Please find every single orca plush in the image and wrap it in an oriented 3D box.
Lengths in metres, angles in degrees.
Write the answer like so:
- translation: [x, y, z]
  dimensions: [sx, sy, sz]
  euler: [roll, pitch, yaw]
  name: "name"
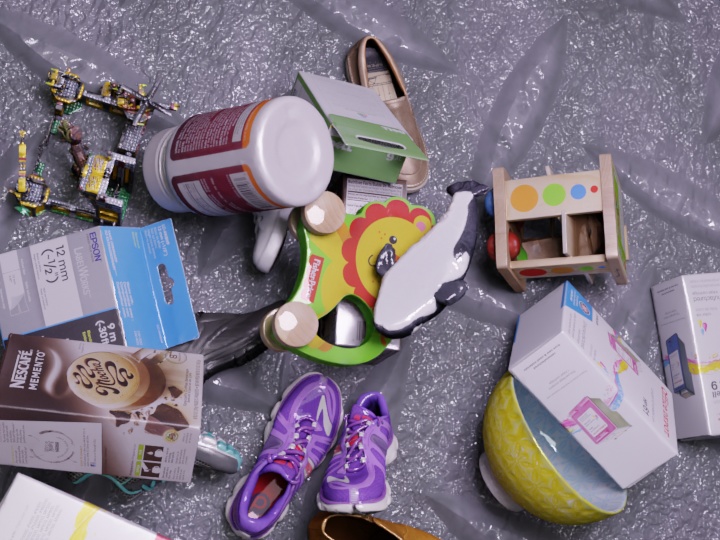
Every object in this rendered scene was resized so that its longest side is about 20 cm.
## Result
- translation: [0.076, -0.003, 1.195]
  dimensions: [0.105, 0.071, 0.201]
  euler: [8, 61, 19]
  name: "orca plush"

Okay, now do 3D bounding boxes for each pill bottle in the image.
- translation: [-0.135, -0.117, 1.189]
  dimensions: [0.114, 0.199, 0.115]
  euler: [3, 85, -48]
  name: "pill bottle"

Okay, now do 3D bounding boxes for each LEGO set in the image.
- translation: [-0.306, -0.143, 1.248]
  dimensions: [0.153, 0.116, 0.201]
  euler: [24, 72, -7]
  name: "LEGO set"

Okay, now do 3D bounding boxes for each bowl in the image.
- translation: [0.201, 0.216, 1.279]
  dimensions: [0.108, 0.200, 0.200]
  euler: [-40, 88, 24]
  name: "bowl"

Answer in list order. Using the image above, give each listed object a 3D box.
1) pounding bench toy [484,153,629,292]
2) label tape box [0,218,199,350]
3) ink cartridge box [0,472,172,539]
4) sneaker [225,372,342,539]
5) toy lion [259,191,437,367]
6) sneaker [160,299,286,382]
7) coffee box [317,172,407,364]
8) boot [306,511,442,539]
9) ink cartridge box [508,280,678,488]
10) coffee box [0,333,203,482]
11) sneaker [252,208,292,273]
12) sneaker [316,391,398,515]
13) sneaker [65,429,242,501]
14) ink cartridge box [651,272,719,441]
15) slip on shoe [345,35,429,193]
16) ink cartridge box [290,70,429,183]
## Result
- translation: [0.242, -0.042, 1.361]
  dimensions: [0.155, 0.200, 0.125]
  euler: [-5, 74, 18]
  name: "pounding bench toy"
- translation: [-0.291, 0.031, 1.209]
  dimensions: [0.199, 0.066, 0.144]
  euler: [-16, 80, 6]
  name: "label tape box"
- translation: [-0.277, 0.287, 1.141]
  dimensions: [0.199, 0.145, 0.084]
  euler: [25, 72, -7]
  name: "ink cartridge box"
- translation: [-0.076, 0.207, 1.233]
  dimensions: [0.080, 0.083, 0.201]
  euler: [28, 72, -5]
  name: "sneaker"
- translation: [0.006, 0.011, 1.204]
  dimensions: [0.191, 0.069, 0.201]
  euler: [19, 73, -17]
  name: "toy lion"
- translation: [-0.169, 0.076, 1.257]
  dimensions: [0.199, 0.076, 0.091]
  euler: [-28, 79, -20]
  name: "sneaker"
- translation: [0.000, 0.000, 1.291]
  dimensions: [0.079, 0.113, 0.201]
  euler: [6, 75, -12]
  name: "coffee box"
- translation: [0.038, 0.309, 1.212]
  dimensions: [0.200, 0.144, 0.071]
  euler: [18, 75, -9]
  name: "boot"
- translation: [0.272, 0.131, 1.290]
  dimensions: [0.085, 0.145, 0.200]
  euler: [-39, 100, 25]
  name: "ink cartridge box"
- translation: [-0.263, 0.138, 1.121]
  dimensions: [0.199, 0.080, 0.113]
  euler: [7, 34, -12]
  name: "coffee box"
- translation: [-0.114, -0.092, 1.312]
  dimensions: [0.084, 0.073, 0.201]
  euler: [15, 63, -7]
  name: "sneaker"
- translation: [-0.005, 0.196, 1.207]
  dimensions: [0.080, 0.200, 0.084]
  euler: [-2, 111, 7]
  name: "sneaker"
- translation: [-0.231, 0.209, 1.216]
  dimensions: [0.199, 0.078, 0.092]
  euler: [11, 83, -3]
  name: "sneaker"
- translation: [0.460, 0.106, 1.390]
  dimensions: [0.144, 0.087, 0.201]
  euler: [-3, 80, -15]
  name: "ink cartridge box"
- translation: [0.035, -0.194, 1.372]
  dimensions: [0.076, 0.061, 0.201]
  euler: [-13, 80, -16]
  name: "slip on shoe"
- translation: [-0.009, -0.152, 1.255]
  dimensions: [0.103, 0.200, 0.060]
  euler: [10, 117, -25]
  name: "ink cartridge box"
